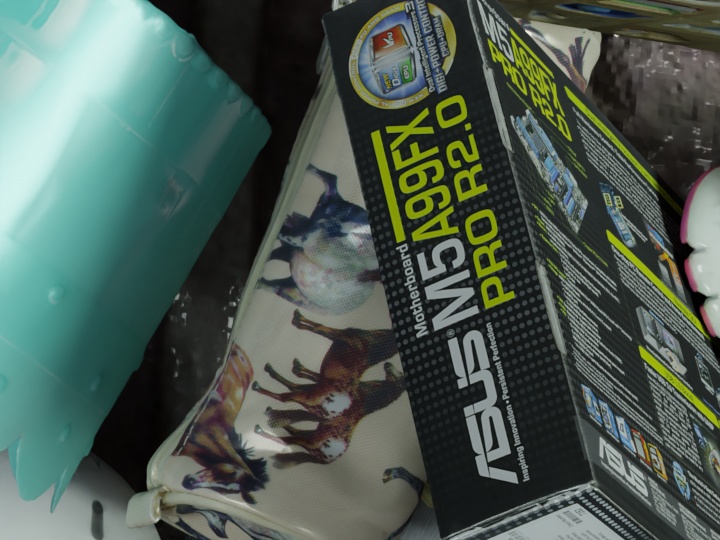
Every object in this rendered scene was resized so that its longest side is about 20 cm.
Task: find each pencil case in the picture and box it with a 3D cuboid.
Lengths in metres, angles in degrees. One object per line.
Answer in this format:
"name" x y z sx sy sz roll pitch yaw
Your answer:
"pencil case" 0.000 0.000 0.922 0.089 0.078 0.201 23 81 -8

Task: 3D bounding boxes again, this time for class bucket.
"bucket" -0.135 -0.038 0.892 0.207 0.207 0.135 32 83 22

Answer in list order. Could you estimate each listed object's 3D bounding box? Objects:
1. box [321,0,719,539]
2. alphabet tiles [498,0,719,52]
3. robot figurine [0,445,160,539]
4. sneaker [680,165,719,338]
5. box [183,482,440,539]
"box" 0.066 0.028 0.833 0.044 0.200 0.161 -24 60 18
"alphabet tiles" 0.116 -0.070 0.809 0.200 0.166 0.006 -175 93 -70
"robot figurine" -0.148 0.110 1.034 0.200 0.125 0.151 2 111 55
"sneaker" 0.171 0.050 0.874 0.088 0.081 0.200 -24 91 28
"box" 0.038 0.115 0.984 0.200 0.048 0.159 33 114 21
